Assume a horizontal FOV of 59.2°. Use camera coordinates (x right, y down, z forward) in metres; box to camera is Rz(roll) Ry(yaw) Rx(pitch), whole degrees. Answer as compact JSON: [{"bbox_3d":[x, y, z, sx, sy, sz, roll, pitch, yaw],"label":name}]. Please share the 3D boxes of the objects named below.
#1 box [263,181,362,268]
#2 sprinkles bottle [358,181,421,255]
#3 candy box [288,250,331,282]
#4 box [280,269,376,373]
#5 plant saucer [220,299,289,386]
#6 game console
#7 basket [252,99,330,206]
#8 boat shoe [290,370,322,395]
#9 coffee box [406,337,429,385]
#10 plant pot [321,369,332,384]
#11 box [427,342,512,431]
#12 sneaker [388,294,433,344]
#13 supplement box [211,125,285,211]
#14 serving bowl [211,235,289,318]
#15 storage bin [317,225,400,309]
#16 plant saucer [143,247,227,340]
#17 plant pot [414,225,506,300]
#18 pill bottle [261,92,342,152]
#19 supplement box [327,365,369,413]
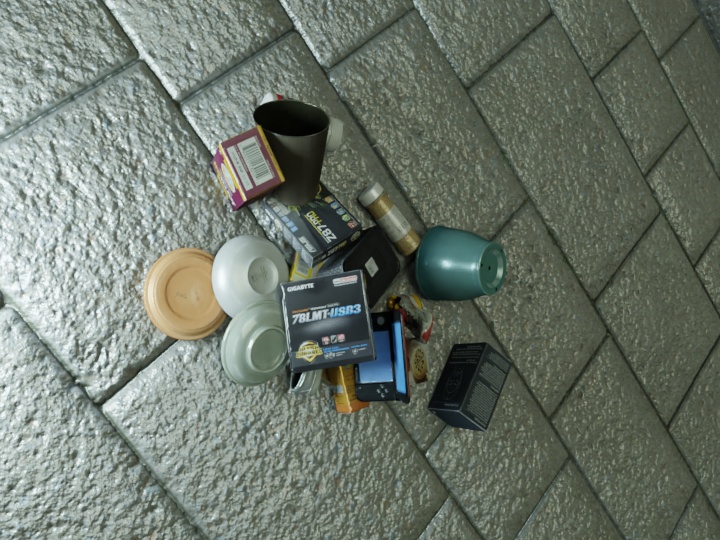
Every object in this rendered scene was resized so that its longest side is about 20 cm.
[{"bbox_3d":[-0.114,-0.122,1.517,0.159,0.050,0.201,-32,67,-26],"label":"box"},{"bbox_3d":[0.079,-0.135,1.671,0.068,0.068,0.201,-47,106,-26],"label":"sprinkles bottle"},{"bbox_3d":[-0.111,-0.045,1.549,0.101,0.026,0.205,27,57,-28],"label":"candy box"},{"bbox_3d":[-0.072,0.114,1.422,0.193,0.050,0.205,-8,85,7],"label":"box"},{"bbox_3d":[-0.218,0.171,1.427,0.197,0.050,0.206,-17,116,-38],"label":"plant saucer"},{"bbox_3d":[0.042,0.195,1.427,0.118,0.167,0.207,11,74,-67],"label":"game console"},{"bbox_3d":[-0.152,-0.262,1.453,0.175,0.203,0.138,13,47,11],"label":"basket"},{"bbox_3d":[-0.123,0.186,1.477,0.070,0.069,0.208,15,79,-41],"label":"boat shoe"},{"bbox_3d":[0.093,0.229,1.579,0.198,0.078,0.117,6,78,-57],"label":"coffee box"},{"bbox_3d":[-0.048,0.183,1.580,0.195,0.027,0.207,4,82,-29],"label":"plant pot"},{"bbox_3d":[0.290,0.307,1.687,0.106,0.147,0.203,36,68,-19],"label":"box"},{"bbox_3d":[0.124,0.122,1.606,0.080,0.200,0.080,9,108,-21],"label":"sneaker"},{"bbox_3d":[-0.254,-0.222,1.410,0.101,0.199,0.134,-28,96,-17],"label":"supplement box"},{"bbox_3d":[-0.239,0.016,1.452,0.196,0.065,0.207,7,79,-39],"label":"serving bowl"},{"bbox_3d":[0.000,0.000,1.557,0.137,0.092,0.201,58,42,-17],"label":"storage bin"},{"bbox_3d":[-0.379,0.051,1.406,0.195,0.032,0.207,5,81,-28],"label":"plant saucer"},{"bbox_3d":[0.275,-0.011,1.666,0.197,0.185,0.207,-7,100,-45],"label":"plant pot"},{"bbox_3d":[-0.146,-0.353,1.547,0.195,0.110,0.115,10,78,-28],"label":"pill bottle"},{"bbox_3d":[-0.038,0.235,1.527,0.065,0.068,0.206,-13,88,-32],"label":"supplement box"}]
